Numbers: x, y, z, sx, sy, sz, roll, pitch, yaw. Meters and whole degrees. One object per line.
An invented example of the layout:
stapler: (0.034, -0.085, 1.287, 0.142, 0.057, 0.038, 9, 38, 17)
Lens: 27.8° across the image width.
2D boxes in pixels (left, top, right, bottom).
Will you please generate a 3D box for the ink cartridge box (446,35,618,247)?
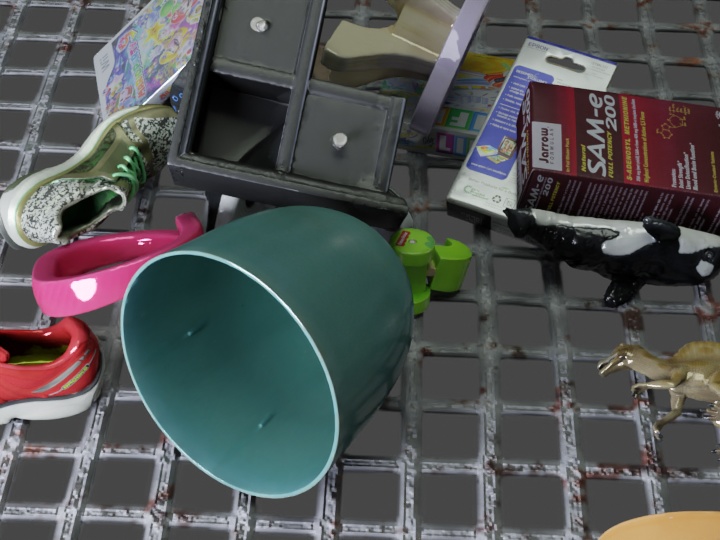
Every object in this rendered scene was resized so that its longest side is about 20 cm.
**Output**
ink cartridge box: (0.160, -0.122, 1.346, 0.094, 0.037, 0.201, 20, 66, 15)

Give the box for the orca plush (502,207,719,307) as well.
orca plush: (0.217, -0.006, 1.240, 0.199, 0.105, 0.071, 11, 79, -23)

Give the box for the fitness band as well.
fitness band: (-0.195, -0.007, 1.186, 0.143, 0.038, 0.200, -15, 12, -7)

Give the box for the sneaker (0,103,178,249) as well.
sneaker: (-0.220, -0.075, 1.294, 0.088, 0.077, 0.200, 23, 53, 41)

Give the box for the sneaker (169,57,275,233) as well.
sneaker: (-0.127, -0.113, 1.307, 0.111, 0.073, 0.201, 13, 83, 25)

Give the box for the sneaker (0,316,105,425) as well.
sneaker: (-0.300, 0.076, 1.128, 0.199, 0.085, 0.077, -13, 43, -16)

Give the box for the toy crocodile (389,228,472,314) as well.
toy crocodile: (0.000, 0.000, 1.233, 0.199, 0.068, 0.062, -6, 36, -11)

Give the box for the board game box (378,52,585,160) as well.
board game box: (0.119, -0.161, 1.433, 0.199, 0.034, 0.135, 10, 44, 9)

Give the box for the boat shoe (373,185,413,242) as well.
boat shoe: (-0.015, -0.094, 1.329, 0.068, 0.074, 0.199, -42, 47, -20)

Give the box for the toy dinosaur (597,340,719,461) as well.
toy dinosaur: (0.286, 0.093, 1.146, 0.199, 0.058, 0.101, 10, 42, 9)

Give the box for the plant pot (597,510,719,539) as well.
plant pot: (0.232, 0.252, 0.889, 0.199, 0.200, 0.141, 10, 59, 9)

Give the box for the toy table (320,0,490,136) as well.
toy table: (0.046, -0.224, 1.357, 0.117, 0.184, 0.200, 25, 33, 2)

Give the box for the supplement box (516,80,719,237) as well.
supplement box: (0.239, -0.096, 1.274, 0.199, 0.061, 0.109, 7, 53, -4)

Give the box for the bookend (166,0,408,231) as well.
bookend: (-0.042, -0.153, 1.214, 0.199, 0.092, 0.200, 13, 82, -2)

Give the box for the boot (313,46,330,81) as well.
boot: (-0.098, -0.183, 1.432, 0.146, 0.070, 0.201, 5, 61, -19)

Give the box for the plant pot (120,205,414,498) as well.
plant pot: (-0.052, 0.043, 1.097, 0.200, 0.201, 0.161, 26, 39, 24)

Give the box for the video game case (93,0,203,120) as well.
video game case: (-0.182, -0.229, 1.416, 0.200, 0.018, 0.144, -40, 41, 19)
